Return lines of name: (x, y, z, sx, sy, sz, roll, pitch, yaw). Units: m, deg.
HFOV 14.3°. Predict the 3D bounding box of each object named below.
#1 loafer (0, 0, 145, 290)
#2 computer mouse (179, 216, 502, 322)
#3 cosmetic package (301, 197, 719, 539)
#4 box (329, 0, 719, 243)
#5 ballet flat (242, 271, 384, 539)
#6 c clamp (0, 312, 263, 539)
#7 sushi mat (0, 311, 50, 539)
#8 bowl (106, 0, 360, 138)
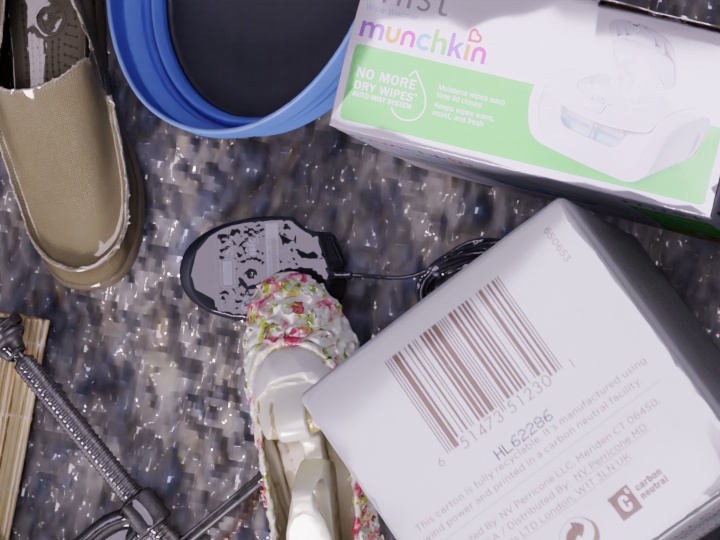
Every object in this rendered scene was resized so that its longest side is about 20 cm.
loafer: (-0.171, -0.087, 1.587, 0.076, 0.067, 0.201, -14, 83, 13)
computer mouse: (0.000, 0.000, 1.561, 0.199, 0.034, 0.059, 2, 95, 8)
cosmetic package: (0.102, 0.084, 1.437, 0.167, 0.200, 0.167, -38, 77, 10)
box: (0.108, -0.086, 1.460, 0.199, 0.176, 0.097, 15, 90, 14)
ballet flat: (-0.024, 0.101, 1.524, 0.075, 0.064, 0.201, -11, 94, 15)
c clamp: (-0.175, 0.103, 1.591, 0.200, 0.027, 0.171, 45, 98, 4)
sushi mat: (-0.237, 0.118, 1.619, 0.095, 0.012, 0.201, 11, 90, 13)
bowl: (-0.053, -0.167, 1.539, 0.200, 0.039, 0.201, -11, 72, 38)
